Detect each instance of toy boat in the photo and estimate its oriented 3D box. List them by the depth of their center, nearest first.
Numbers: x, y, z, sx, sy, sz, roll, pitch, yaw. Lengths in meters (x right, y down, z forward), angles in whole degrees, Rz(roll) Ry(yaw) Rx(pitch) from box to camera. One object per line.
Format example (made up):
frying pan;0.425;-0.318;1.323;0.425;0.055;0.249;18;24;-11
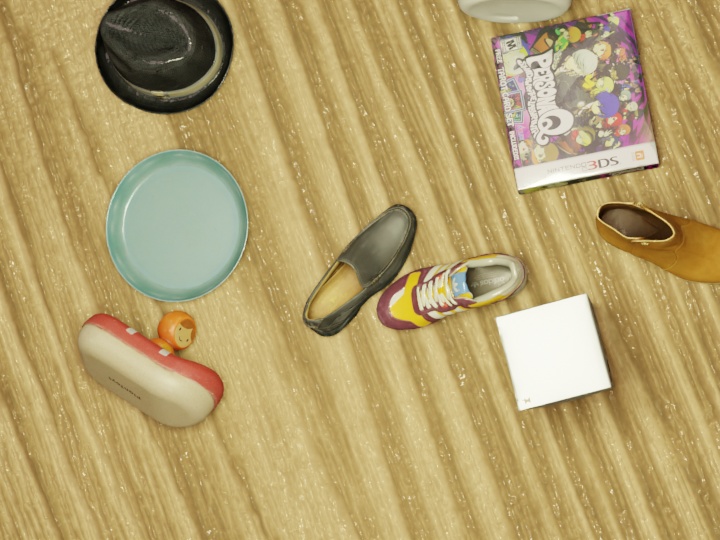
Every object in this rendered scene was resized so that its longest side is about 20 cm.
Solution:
toy boat;-0.259;0.108;1.729;0.199;0.131;0.131;31;63;12

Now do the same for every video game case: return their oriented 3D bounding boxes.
video game case;0.268;-0.211;1.675;0.179;0.036;0.202;-10;84;9

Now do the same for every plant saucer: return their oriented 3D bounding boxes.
plant saucer;-0.241;-0.059;1.773;0.198;0.027;0.203;-1;86;11

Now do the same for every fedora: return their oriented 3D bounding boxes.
fedora;-0.270;-0.304;1.763;0.198;0.092;0.203;-1;85;11

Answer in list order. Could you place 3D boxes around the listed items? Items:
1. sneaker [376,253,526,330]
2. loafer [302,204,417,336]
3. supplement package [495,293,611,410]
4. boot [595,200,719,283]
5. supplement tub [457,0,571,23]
sneaker;0.108;0.021;1.662;0.198;0.090;0.076;-20;82;9
loafer;0.000;0.000;1.695;0.073;0.072;0.201;36;93;13
supplement package;0.232;0.099;1.574;0.108;0.200;0.115;-15;83;10
boot;0.374;-0.033;1.584;0.199;0.144;0.072;16;90;12
supplement tub;0.193;-0.420;1.652;0.143;0.144;0.203;1;86;12
